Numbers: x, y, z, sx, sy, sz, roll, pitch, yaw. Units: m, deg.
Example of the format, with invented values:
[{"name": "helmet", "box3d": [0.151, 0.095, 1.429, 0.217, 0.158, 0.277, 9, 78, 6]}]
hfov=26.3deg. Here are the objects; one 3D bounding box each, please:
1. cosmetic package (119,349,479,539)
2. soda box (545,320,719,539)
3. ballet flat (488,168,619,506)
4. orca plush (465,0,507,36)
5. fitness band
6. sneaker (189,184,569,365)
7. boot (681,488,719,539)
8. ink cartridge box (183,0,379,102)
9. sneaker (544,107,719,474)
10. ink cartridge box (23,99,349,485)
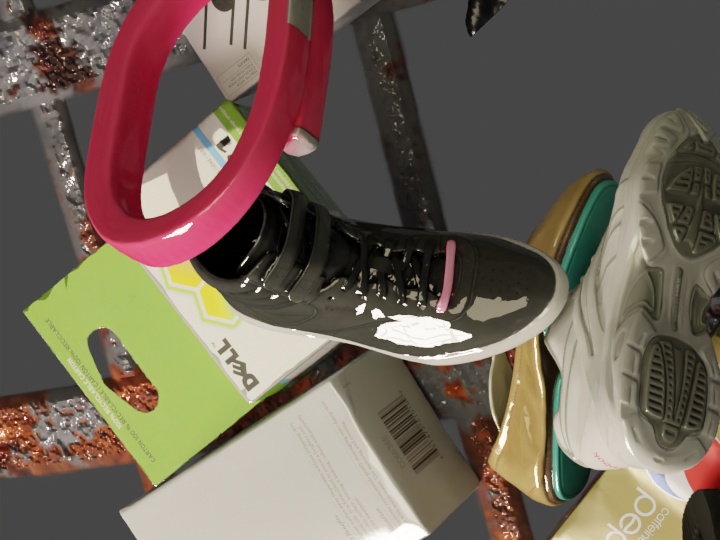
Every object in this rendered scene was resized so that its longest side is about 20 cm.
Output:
[{"name": "cosmetic package", "box3d": [-0.041, 0.143, 0.958, 0.200, 0.081, 0.113, -32, 89, 33]}, {"name": "soda box", "box3d": [0.170, 0.112, 0.839, 0.064, 0.068, 0.200, 38, 120, 10]}, {"name": "ballet flat", "box3d": [0.100, 0.036, 0.858, 0.063, 0.069, 0.200, 20, 114, 38]}, {"name": "orca plush", "box3d": [-0.009, -0.193, 0.773, 0.200, 0.071, 0.105, 48, 138, -11]}, {"name": "fitness band", "box3d": [-0.080, -0.094, 0.803, 0.144, 0.037, 0.200, -19, 52, 35]}, {"name": "sneaker", "box3d": [0.000, 0.000, 0.782, 0.200, 0.099, 0.071, 4, 75, 24]}, {"name": "boot", "box3d": [0.238, 0.175, 0.785, 0.138, 0.077, 0.200, -6, 138, 9]}, {"name": "ink cartridge box", "box3d": [-0.023, -0.187, 0.862, 0.200, 0.044, 0.094, -33, 90, 32]}, {"name": "sneaker", "box3d": [0.134, 0.009, 0.783, 0.078, 0.200, 0.099, 29, 154, -24]}, {"name": "ink cartridge box", "box3d": [-0.099, 0.020, 0.913, 0.200, 0.076, 0.148, -39, 85, 9]}]
